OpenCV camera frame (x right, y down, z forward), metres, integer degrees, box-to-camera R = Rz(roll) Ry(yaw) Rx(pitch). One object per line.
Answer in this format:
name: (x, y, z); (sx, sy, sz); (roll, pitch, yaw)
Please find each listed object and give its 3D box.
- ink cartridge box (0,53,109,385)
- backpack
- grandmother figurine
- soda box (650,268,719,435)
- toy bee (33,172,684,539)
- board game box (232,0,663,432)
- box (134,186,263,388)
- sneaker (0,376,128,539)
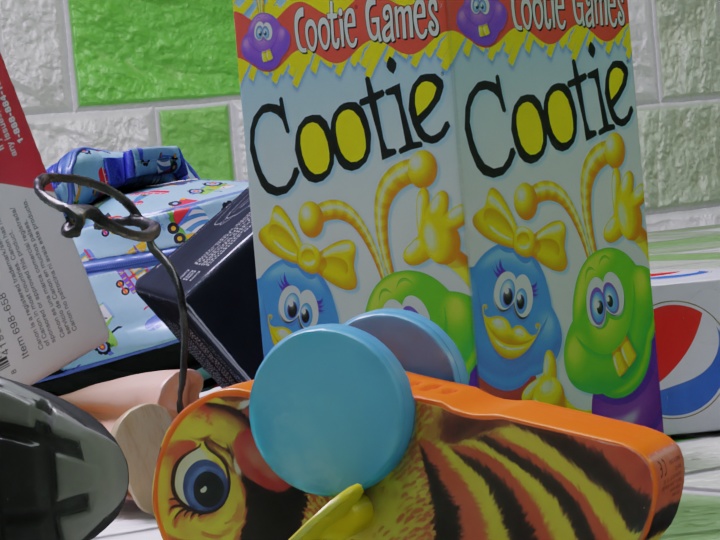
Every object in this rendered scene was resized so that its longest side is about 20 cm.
ink cartridge box: (-0.222, 0.006, 1.150); (0.199, 0.145, 0.084); (-30, 16, -35)
backpack: (-0.111, 0.002, 1.462); (0.199, 0.135, 0.182); (-16, -4, 28)
grandmother figurine: (-0.126, 0.068, 1.187); (0.121, 0.061, 0.199); (5, -2, -41)
soda box: (0.164, 0.033, 1.240); (0.199, 0.069, 0.064); (-5, 3, -5)
toy bee: (-0.011, 0.061, 0.814); (0.200, 0.109, 0.131); (29, 15, 38)
board game box: (0.033, -0.012, 0.996); (0.103, 0.201, 0.105); (-3, 3, 43)
box: (0.000, 0.000, 1.188); (0.148, 0.107, 0.200); (-42, 8, -6)
sneaker: (-0.155, 0.069, 0.995); (0.199, 0.076, 0.079); (-3, 1, 33)
